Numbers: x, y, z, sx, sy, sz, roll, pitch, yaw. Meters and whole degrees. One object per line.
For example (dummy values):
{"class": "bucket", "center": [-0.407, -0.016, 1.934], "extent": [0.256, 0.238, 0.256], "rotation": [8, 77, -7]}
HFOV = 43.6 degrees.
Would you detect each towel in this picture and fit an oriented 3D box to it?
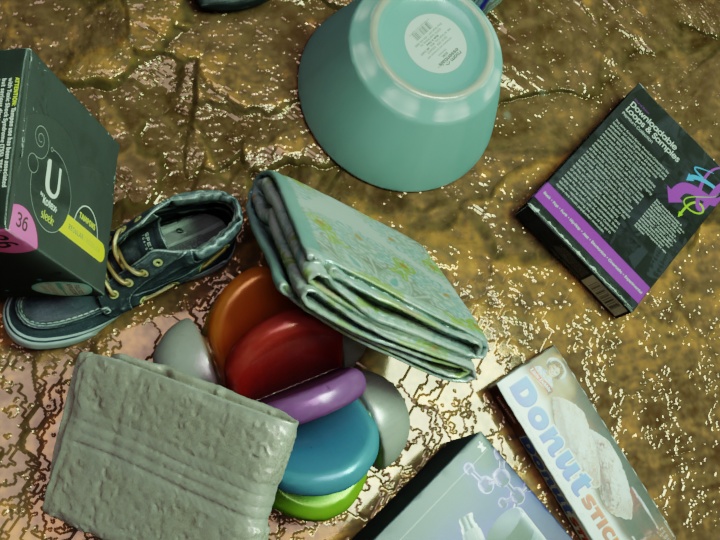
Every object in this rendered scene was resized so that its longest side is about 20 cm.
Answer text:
{"class": "towel", "center": [-0.139, 0.140, 0.635], "extent": [0.199, 0.034, 0.134], "rotation": [15, 92, 30]}
{"class": "towel", "center": [0.000, 0.000, 0.703], "extent": [0.170, 0.200, 0.048], "rotation": [27, 107, -25]}

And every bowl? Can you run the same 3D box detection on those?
{"class": "bowl", "center": [0.049, -0.184, 0.822], "extent": [0.199, 0.105, 0.202], "rotation": [4, 73, -14]}

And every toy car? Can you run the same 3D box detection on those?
{"class": "toy car", "center": [-0.052, 0.091, 0.684], "extent": [0.174, 0.150, 0.201], "rotation": [-19, 80, -21]}

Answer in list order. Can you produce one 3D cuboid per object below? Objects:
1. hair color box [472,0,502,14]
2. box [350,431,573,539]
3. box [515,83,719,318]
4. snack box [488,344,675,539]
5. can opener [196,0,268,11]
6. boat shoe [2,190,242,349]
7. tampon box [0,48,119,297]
{"class": "hair color box", "center": [0.089, -0.361, 0.910], "extent": [0.200, 0.065, 0.109], "rotation": [47, 67, 0]}
{"class": "box", "center": [0.062, 0.249, 0.710], "extent": [0.200, 0.079, 0.141], "rotation": [-41, 85, -23]}
{"class": "box", "center": [0.265, -0.072, 0.888], "extent": [0.143, 0.036, 0.200], "rotation": [46, 69, 0]}
{"class": "snack box", "center": [0.196, 0.171, 0.799], "extent": [0.072, 0.024, 0.201], "rotation": [-29, 84, -21]}
{"class": "can opener", "center": [-0.174, -0.278, 0.808], "extent": [0.198, 0.063, 0.079], "rotation": [-8, 76, -18]}
{"class": "boat shoe", "center": [-0.187, -0.007, 0.707], "extent": [0.199, 0.091, 0.071], "rotation": [-27, 82, -21]}
{"class": "tampon box", "center": [-0.293, -0.057, 0.627], "extent": [0.198, 0.150, 0.127], "rotation": [-2, 73, 8]}
